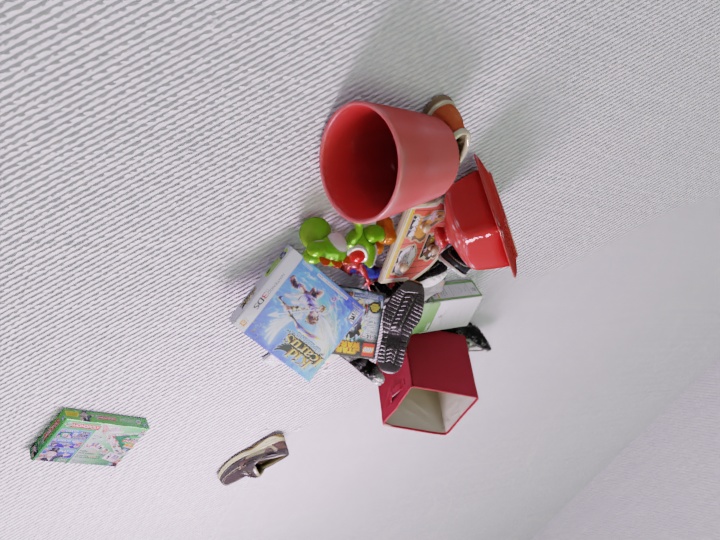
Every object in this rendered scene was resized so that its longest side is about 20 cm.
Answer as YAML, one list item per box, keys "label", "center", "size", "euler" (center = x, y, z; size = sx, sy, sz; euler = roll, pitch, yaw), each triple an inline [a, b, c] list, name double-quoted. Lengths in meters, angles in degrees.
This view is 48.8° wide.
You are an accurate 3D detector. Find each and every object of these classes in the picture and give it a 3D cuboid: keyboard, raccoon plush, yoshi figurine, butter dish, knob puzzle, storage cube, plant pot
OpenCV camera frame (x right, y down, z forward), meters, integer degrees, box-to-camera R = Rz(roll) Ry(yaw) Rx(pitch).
- label: "keyboard"
  center: [-0.125, 0.147, 1.731]
  size: [0.199, 0.011, 0.056]
  euler: [-37, 144, 7]
- label: "raccoon plush"
  center: [0.002, 0.129, 1.679]
  size: [0.200, 0.097, 0.134]
  euler: [40, 87, -18]
- label: "yoshi figurine"
  center: [-0.036, -0.067, 1.488]
  size: [0.199, 0.111, 0.114]
  euler: [-12, 112, -42]
- label: "butter dish"
  center: [0.217, -0.087, 1.571]
  size: [0.146, 0.202, 0.200]
  euler: [-20, 146, 10]
- label: "knob puzzle"
  center: [0.135, -0.055, 1.621]
  size: [0.219, 0.030, 0.221]
  euler: [-32, 141, -30]
- label: "storage cube"
  center: [0.153, 0.258, 1.871]
  size: [0.198, 0.181, 0.172]
  euler: [12, 135, -20]
- label: "plant pot"
  center: [0.058, -0.184, 1.332]
  size: [0.176, 0.201, 0.202]
  euler: [-10, 141, -41]

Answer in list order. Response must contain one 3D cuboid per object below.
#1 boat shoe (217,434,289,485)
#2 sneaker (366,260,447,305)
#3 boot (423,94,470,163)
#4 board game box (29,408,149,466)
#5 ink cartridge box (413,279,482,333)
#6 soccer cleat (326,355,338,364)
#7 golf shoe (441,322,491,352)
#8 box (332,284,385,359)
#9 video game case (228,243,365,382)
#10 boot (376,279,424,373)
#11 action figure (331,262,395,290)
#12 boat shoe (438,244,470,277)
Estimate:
- label: "boat shoe"
  center: [-0.267, 0.483, 1.978]
  size: [0.199, 0.065, 0.073]
  euler: [-36, 146, 7]
- label: "sneaker"
  center: [0.101, 0.045, 1.711]
  size: [0.198, 0.074, 0.080]
  euler: [-18, 128, -19]
- label: "boot"
  center: [0.130, -0.200, 1.426]
  size: [0.074, 0.108, 0.201]
  euler: [-7, 139, -32]
- label: "board game box"
  center: [-0.554, 0.346, 1.634]
  size: [0.135, 0.029, 0.199]
  euler: [-46, 142, 18]
- label: "ink cartridge box"
  center: [0.176, 0.085, 1.838]
  size: [0.198, 0.060, 0.104]
  euler: [-6, 137, -31]
- label: "soccer cleat"
  center: [-0.040, 0.152, 1.758]
  size: [0.198, 0.069, 0.078]
  euler: [-11, 136, -38]
- label: "golf shoe"
  center: [0.242, 0.178, 1.993]
  size: [0.199, 0.078, 0.095]
  euler: [20, 124, -36]
- label: "box"
  center: [-0.055, 0.097, 1.589]
  size: [0.198, 0.040, 0.139]
  euler: [9, 92, -21]
- label: "video game case"
  center: [-0.118, 0.083, 1.511]
  size: [0.200, 0.045, 0.182]
  euler: [40, 88, -23]
- label: "boot"
  center: [0.085, 0.098, 1.671]
  size: [0.138, 0.077, 0.202]
  euler: [-61, 172, -72]
- label: "action figure"
  center: [0.000, 0.000, 1.588]
  size: [0.199, 0.065, 0.052]
  euler: [23, 96, -55]
- label: "boat shoe"
  center: [0.216, -0.033, 1.682]
  size: [0.060, 0.075, 0.200]
  euler: [-50, 174, 14]
